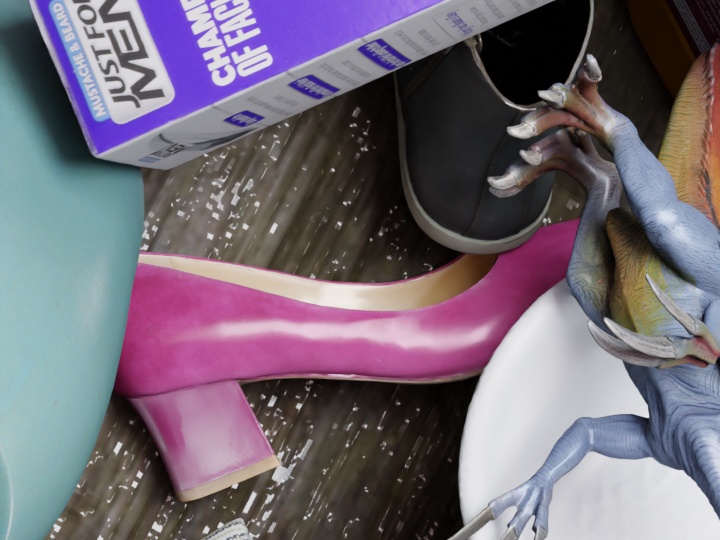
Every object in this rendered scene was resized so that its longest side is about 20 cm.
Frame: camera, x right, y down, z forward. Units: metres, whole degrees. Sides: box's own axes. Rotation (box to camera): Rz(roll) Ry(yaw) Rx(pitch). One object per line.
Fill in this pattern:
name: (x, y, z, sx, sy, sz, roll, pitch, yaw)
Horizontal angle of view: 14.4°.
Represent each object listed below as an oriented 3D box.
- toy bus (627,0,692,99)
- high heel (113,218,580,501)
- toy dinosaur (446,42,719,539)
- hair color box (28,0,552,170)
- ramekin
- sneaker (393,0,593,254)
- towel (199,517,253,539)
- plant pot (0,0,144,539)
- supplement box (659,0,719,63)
toy bus: (0.183, -0.046, 1.077, 0.078, 0.065, 0.200, -39, 90, -11)
high heel: (0.000, 0.000, 1.028, 0.199, 0.067, 0.096, -24, 100, -4)
toy dinosaur: (0.112, 0.020, 0.891, 0.199, 0.105, 0.182, -29, 76, -29)
hair color box: (0.006, -0.098, 0.884, 0.199, 0.109, 0.065, -25, 87, 6)
ramekin: (0.133, 0.091, 0.948, 0.199, 0.098, 0.201, -2, 54, 2)
sneaker: (0.044, -0.117, 1.015, 0.074, 0.106, 0.201, -5, 64, -14)
towel: (-0.078, 0.216, 0.969, 0.192, 0.035, 0.201, -27, 91, 0)
plant pot: (-0.167, 0.022, 0.883, 0.199, 0.161, 0.202, -2, 123, -3)
supplement box: (0.158, -0.125, 0.947, 0.085, 0.200, 0.111, -28, 87, -9)
